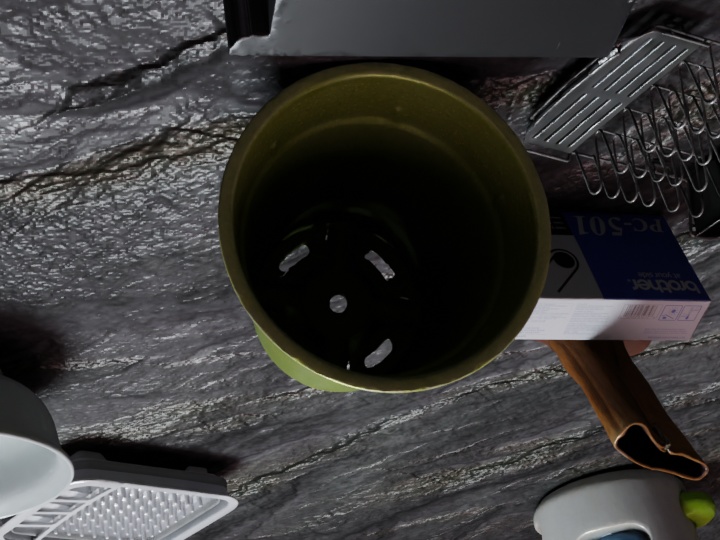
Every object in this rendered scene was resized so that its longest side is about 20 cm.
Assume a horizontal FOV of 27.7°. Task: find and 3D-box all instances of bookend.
[{"bbox_3d":[0.042,-0.194,0.659,0.198,0.093,0.199,-2,150,-12],"label":"bookend"}]

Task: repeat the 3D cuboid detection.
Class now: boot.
[{"bbox_3d":[0.206,0.076,1.102,0.069,0.200,0.188,-48,136,12],"label":"boot"}]

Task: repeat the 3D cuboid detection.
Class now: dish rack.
[{"bbox_3d":[-0.236,0.222,1.398,0.199,0.044,0.171,15,143,-39],"label":"dish rack"},{"bbox_3d":[0.213,-0.090,0.950,0.198,0.055,0.153,10,146,-32],"label":"dish rack"}]

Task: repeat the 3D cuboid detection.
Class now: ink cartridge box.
[{"bbox_3d":[0.144,0.002,1.049,0.198,0.094,0.044,1,133,-21],"label":"ink cartridge box"}]

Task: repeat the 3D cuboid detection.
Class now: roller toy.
[{"bbox_3d":[0.292,0.320,1.650,0.181,0.141,0.200,7,149,-28],"label":"roller toy"}]

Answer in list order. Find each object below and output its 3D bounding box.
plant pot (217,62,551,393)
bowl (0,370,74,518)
[{"bbox_3d":[0.000,0.000,0.932,0.198,0.202,0.190,-4,163,-12],"label":"plant pot"},{"bbox_3d":[-0.325,0.125,1.134,0.199,0.091,0.202,-8,152,-4],"label":"bowl"}]
